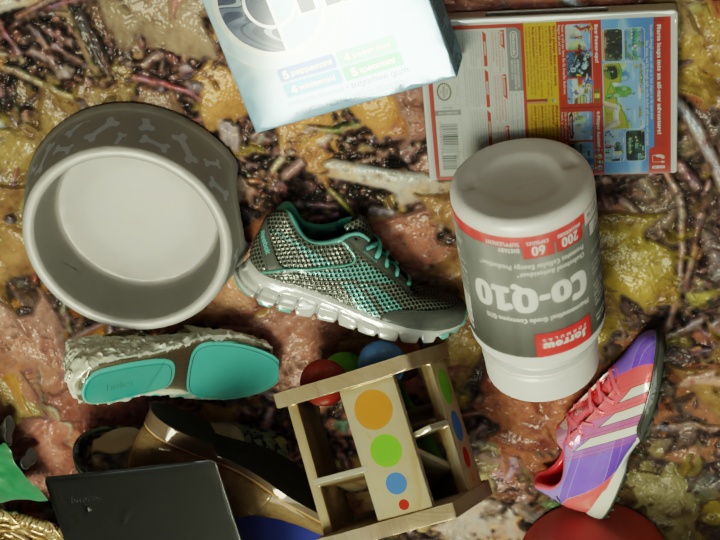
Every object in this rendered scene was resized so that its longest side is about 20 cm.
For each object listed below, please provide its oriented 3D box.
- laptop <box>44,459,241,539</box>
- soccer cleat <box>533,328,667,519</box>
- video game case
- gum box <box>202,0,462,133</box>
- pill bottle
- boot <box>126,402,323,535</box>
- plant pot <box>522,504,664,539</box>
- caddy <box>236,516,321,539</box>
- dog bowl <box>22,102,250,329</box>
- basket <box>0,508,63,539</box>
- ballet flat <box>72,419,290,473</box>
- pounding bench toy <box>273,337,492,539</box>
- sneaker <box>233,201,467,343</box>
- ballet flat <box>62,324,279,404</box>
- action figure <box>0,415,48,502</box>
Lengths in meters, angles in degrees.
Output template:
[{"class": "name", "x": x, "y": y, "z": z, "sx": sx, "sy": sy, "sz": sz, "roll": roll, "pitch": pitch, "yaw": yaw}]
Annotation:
[{"class": "laptop", "x": -0.145, "y": 0.247, "z": 1.531, "sx": 0.187, "sy": 0.116, "sz": 0.200, "roll": -9, "pitch": 159, "yaw": 31}, {"class": "soccer cleat", "x": 0.211, "y": 0.130, "z": 1.521, "sx": 0.073, "sy": 0.068, "sz": 0.200, "roll": 17, "pitch": 124, "yaw": 1}, {"class": "video game case", "x": 0.149, "y": -0.139, "z": 1.386, "sx": 0.200, "sy": 0.017, "sz": 0.143, "roll": -1, "pitch": 122, "yaw": 8}, {"class": "gum box", "x": -0.035, "y": -0.221, "z": 1.329, "sx": 0.170, "sy": 0.045, "sz": 0.200, "roll": -14, "pitch": 114, "yaw": 17}, {"class": "pill bottle", "x": 0.139, "y": 0.004, "z": 1.411, "sx": 0.114, "sy": 0.114, "sz": 0.200, "roll": -5, "pitch": 130, "yaw": 9}, {"class": "boot", "x": -0.108, "y": 0.191, "z": 1.525, "sx": 0.200, "sy": 0.074, "sz": 0.076, "roll": 27, "pitch": 102, "yaw": -8}, {"class": "plant pot", "x": 0.210, "y": 0.317, "z": 1.569, "sx": 0.200, "sy": 0.177, "sz": 0.201, "roll": 3, "pitch": 121, "yaw": 4}, {"class": "caddy", "x": -0.083, "y": 0.263, "z": 1.611, "sx": 0.200, "sy": 0.105, "sz": 0.141, "roll": 10, "pitch": 139, "yaw": 13}, {"class": "dog bowl", "x": -0.190, "y": -0.038, "z": 1.462, "sx": 0.200, "sy": 0.059, "sz": 0.200, "roll": 2, "pitch": 122, "yaw": 4}, {"class": "basket", "x": -0.289, "y": 0.340, "z": 1.643, "sx": 0.200, "sy": 0.143, "sz": 0.149, "roll": 23, "pitch": 136, "yaw": -9}, {"class": "ballet flat", "x": -0.166, "y": 0.165, "z": 1.573, "sx": 0.200, "sy": 0.074, "sz": 0.074, "roll": -7, "pitch": 121, "yaw": 9}, {"class": "pounding bench toy", "x": 0.030, "y": 0.138, "z": 1.518, "sx": 0.124, "sy": 0.200, "sz": 0.156, "roll": -18, "pitch": 87, "yaw": 18}, {"class": "sneaker", "x": 0.000, "y": 0.000, "z": 1.459, "sx": 0.200, "sy": 0.078, "sz": 0.091, "roll": 14, "pitch": 108, "yaw": -12}, {"class": "ballet flat", "x": -0.164, "y": 0.073, "z": 1.511, "sx": 0.200, "sy": 0.072, "sz": 0.072, "roll": 0, "pitch": 129, "yaw": -33}, {"class": "action figure", "x": -0.401, "y": 0.187, "z": 1.628, "sx": 0.200, "sy": 0.055, "sz": 0.118, "roll": -15, "pitch": 120, "yaw": 19}]
